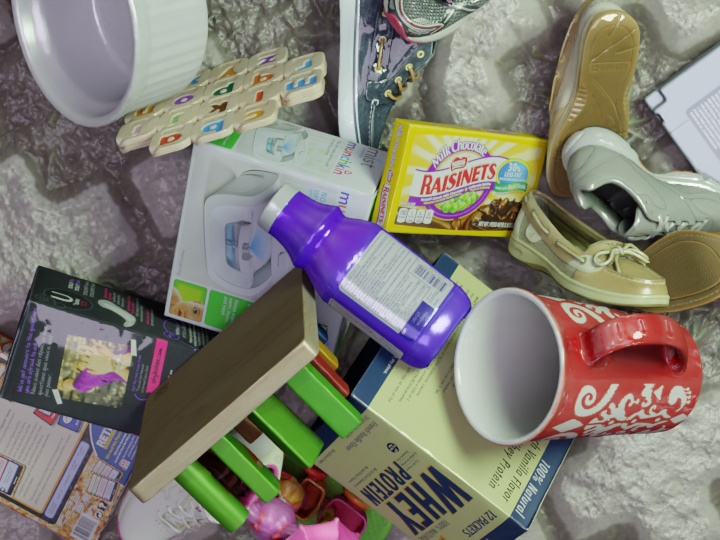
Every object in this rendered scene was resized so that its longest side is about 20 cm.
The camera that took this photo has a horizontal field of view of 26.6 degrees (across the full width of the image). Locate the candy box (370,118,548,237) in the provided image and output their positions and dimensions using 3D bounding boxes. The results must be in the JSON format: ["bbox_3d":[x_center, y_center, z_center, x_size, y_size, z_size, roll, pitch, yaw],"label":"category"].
[{"bbox_3d":[0.096,-0.084,1.427,0.026,0.199,0.103,22,105,43],"label":"candy box"}]

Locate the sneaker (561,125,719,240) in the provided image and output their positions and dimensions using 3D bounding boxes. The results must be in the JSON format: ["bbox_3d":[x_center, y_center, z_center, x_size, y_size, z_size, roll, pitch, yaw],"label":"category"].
[{"bbox_3d":[0.274,-0.052,1.421,0.199,0.092,0.076,23,132,-12],"label":"sneaker"}]

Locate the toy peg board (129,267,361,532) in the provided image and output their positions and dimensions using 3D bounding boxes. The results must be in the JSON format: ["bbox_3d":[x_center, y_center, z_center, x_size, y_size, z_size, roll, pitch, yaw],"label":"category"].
[{"bbox_3d":[-0.093,0.121,1.346,0.200,0.199,0.098,-40,106,10],"label":"toy peg board"}]

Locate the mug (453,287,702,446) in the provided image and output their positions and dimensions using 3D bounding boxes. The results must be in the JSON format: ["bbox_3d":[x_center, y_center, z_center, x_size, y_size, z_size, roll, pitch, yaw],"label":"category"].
[{"bbox_3d":[0.212,0.093,1.333,0.199,0.177,0.134,6,94,-39],"label":"mug"}]

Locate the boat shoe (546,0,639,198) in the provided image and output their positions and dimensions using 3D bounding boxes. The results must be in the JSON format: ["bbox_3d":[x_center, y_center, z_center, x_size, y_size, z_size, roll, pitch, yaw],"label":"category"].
[{"bbox_3d":[0.216,-0.166,1.447,0.073,0.069,0.201,3,124,-14],"label":"boat shoe"}]

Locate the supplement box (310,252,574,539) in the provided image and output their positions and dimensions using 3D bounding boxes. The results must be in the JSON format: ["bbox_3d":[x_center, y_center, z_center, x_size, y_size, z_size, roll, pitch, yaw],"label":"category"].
[{"bbox_3d":[0.087,0.136,1.436,0.199,0.200,0.134,37,142,-3],"label":"supplement box"}]

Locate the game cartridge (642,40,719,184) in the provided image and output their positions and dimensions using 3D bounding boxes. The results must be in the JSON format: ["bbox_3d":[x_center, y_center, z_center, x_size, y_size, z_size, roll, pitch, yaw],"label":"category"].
[{"bbox_3d":[0.381,-0.124,1.458,0.133,0.040,0.200,-35,97,14],"label":"game cartridge"}]

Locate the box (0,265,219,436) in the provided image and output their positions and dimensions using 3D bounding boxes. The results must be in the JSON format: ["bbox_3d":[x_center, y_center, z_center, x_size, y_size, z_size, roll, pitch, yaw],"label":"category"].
[{"bbox_3d":[-0.240,0.086,1.493,0.199,0.122,0.107,18,103,-12],"label":"box"}]

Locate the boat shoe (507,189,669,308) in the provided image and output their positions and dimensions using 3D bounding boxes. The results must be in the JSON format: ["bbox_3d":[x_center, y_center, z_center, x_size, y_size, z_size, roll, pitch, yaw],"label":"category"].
[{"bbox_3d":[0.210,-0.018,1.405,0.073,0.201,0.063,2,108,-30],"label":"boat shoe"}]

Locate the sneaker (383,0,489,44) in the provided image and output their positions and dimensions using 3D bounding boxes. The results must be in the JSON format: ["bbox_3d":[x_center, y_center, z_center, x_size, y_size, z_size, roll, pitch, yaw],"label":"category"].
[{"bbox_3d":[0.105,-0.285,1.399,0.200,0.075,0.081,-38,96,-11],"label":"sneaker"}]

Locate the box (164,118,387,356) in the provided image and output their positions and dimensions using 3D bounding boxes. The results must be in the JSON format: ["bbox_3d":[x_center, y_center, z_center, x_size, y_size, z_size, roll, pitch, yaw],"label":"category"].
[{"bbox_3d":[-0.079,-0.034,1.457,0.176,0.097,0.201,18,122,4],"label":"box"}]

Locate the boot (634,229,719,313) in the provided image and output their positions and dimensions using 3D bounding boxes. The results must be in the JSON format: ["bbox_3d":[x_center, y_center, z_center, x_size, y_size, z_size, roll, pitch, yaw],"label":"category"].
[{"bbox_3d":[0.359,-0.002,1.420,0.199,0.155,0.077,-31,64,22],"label":"boot"}]

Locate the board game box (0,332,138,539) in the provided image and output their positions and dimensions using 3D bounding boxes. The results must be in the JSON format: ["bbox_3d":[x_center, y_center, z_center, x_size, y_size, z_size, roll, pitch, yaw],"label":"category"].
[{"bbox_3d":[-0.329,0.177,1.576,0.199,0.046,0.152,29,102,-1],"label":"board game box"}]

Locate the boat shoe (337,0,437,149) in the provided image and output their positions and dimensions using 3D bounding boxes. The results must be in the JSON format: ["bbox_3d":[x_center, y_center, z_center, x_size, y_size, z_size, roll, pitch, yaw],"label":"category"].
[{"bbox_3d":[0.027,-0.187,1.458,0.090,0.071,0.201,1,99,9],"label":"boat shoe"}]

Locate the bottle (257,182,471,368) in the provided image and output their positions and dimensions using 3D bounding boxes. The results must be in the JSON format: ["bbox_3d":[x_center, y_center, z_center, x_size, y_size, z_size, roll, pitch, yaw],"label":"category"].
[{"bbox_3d":[0.000,0.000,1.349,0.200,0.065,0.084,36,68,4],"label":"bottle"}]

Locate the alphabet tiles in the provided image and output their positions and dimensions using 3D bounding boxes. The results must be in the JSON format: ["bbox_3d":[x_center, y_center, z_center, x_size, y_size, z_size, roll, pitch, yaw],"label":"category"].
[{"bbox_3d":[-0.128,-0.158,1.419,0.199,0.196,0.015,-15,116,7],"label":"alphabet tiles"}]

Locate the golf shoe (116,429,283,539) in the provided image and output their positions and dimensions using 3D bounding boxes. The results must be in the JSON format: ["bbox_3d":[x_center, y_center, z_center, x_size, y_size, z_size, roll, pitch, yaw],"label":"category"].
[{"bbox_3d":[-0.152,0.209,1.438,0.200,0.092,0.075,-40,123,13],"label":"golf shoe"}]

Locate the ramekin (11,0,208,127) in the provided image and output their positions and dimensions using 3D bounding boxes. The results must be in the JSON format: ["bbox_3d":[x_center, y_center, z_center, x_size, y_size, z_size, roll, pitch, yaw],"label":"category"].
[{"bbox_3d":[-0.230,-0.242,1.415,0.200,0.097,0.202,23,123,41],"label":"ramekin"}]

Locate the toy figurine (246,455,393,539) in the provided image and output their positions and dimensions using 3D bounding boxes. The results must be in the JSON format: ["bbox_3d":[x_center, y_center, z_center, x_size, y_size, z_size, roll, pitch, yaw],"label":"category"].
[{"bbox_3d":[-0.063,0.238,1.495,0.200,0.184,0.150,36,102,-2],"label":"toy figurine"}]
